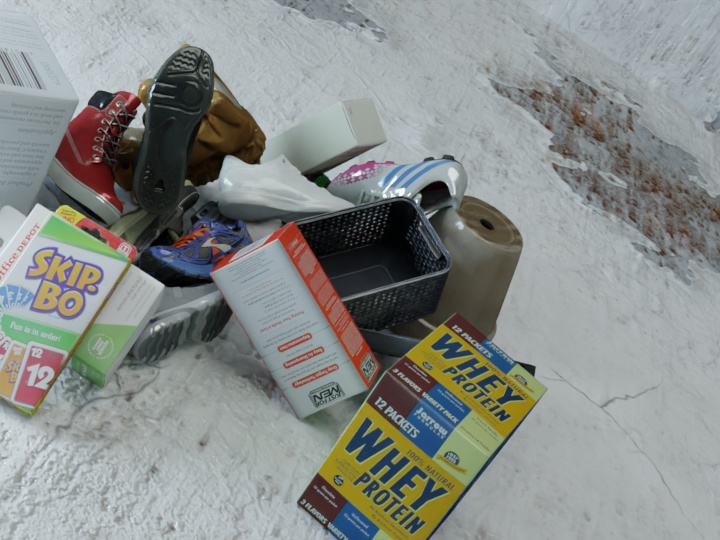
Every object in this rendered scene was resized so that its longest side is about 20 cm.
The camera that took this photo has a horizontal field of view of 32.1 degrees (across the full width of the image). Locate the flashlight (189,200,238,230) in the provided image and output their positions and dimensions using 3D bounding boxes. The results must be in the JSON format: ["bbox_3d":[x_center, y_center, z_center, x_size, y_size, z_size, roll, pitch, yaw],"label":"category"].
[{"bbox_3d":[-0.159,-0.077,1.672,0.067,0.068,0.200,17,30,11],"label":"flashlight"}]

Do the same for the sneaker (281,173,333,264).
[{"bbox_3d":[-0.062,-0.058,1.740,0.085,0.078,0.201,32,37,-16],"label":"sneaker"}]

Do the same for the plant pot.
[{"bbox_3d":[0.133,-0.001,1.734,0.199,0.174,0.201,26,29,-16],"label":"plant pot"}]

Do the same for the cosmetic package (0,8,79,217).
[{"bbox_3d":[-0.439,-0.166,1.371,0.164,0.201,0.165,3,41,-43],"label":"cosmetic package"}]

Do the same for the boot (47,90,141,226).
[{"bbox_3d":[-0.302,-0.144,1.489,0.200,0.144,0.072,41,-7,47],"label":"boot"}]

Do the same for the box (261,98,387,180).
[{"bbox_3d":[-0.066,-0.172,1.760,0.082,0.199,0.069,-16,85,-52],"label":"box"}]

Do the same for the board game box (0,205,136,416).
[{"bbox_3d":[-0.312,0.034,1.244,0.095,0.030,0.201,31,68,-3],"label":"board game box"}]

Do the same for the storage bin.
[{"bbox_3d":[0.000,0.000,1.596,0.199,0.094,0.136,-14,55,-24],"label":"storage bin"}]

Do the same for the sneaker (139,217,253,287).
[{"bbox_3d":[-0.197,-0.023,1.505,0.200,0.075,0.079,-4,82,-61],"label":"sneaker"}]

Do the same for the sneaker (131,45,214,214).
[{"bbox_3d":[-0.228,-0.166,1.487,0.076,0.201,0.114,12,0,-17],"label":"sneaker"}]

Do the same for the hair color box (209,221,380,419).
[{"bbox_3d":[-0.073,0.058,1.423,0.201,0.101,0.061,60,24,-11],"label":"hair color box"}]

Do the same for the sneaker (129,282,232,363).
[{"bbox_3d":[-0.207,0.038,1.427,0.082,0.075,0.200,38,25,19],"label":"sneaker"}]

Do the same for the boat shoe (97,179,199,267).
[{"bbox_3d":[-0.250,-0.047,1.526,0.066,0.072,0.201,41,34,3],"label":"boat shoe"}]

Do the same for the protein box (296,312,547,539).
[{"bbox_3d":[0.069,0.187,1.347,0.135,0.201,0.198,39,29,11],"label":"protein box"}]

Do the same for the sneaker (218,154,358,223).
[{"bbox_3d":[-0.089,-0.106,1.621,0.199,0.075,0.089,10,65,-30],"label":"sneaker"}]

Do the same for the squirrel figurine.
[{"bbox_3d":[-0.231,-0.160,1.632,0.142,0.186,0.200,55,7,36],"label":"squirrel figurine"}]

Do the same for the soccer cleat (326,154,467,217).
[{"bbox_3d":[0.045,-0.104,1.682,0.070,0.198,0.087,65,22,-43],"label":"soccer cleat"}]

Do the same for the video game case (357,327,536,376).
[{"bbox_3d":[0.094,0.103,1.525,0.198,0.026,0.180,10,-5,25],"label":"video game case"}]

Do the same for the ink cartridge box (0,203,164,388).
[{"bbox_3d":[-0.318,0.016,1.297,0.199,0.067,0.118,32,69,-1],"label":"ink cartridge box"}]
